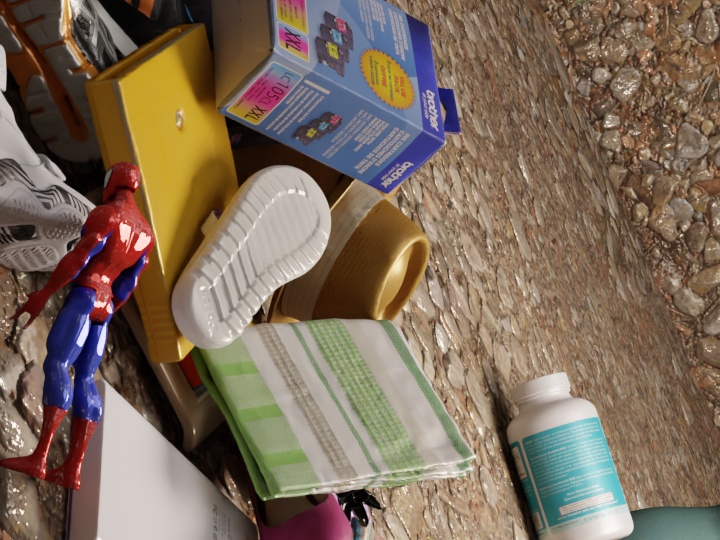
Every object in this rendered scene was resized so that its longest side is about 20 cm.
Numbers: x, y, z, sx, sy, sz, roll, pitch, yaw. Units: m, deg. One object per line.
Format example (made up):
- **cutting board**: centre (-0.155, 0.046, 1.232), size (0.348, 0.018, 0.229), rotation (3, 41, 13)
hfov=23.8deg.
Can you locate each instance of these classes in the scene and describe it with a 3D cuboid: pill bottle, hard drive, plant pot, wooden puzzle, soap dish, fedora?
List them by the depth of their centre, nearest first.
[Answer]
- **hard drive**: centre (-0.128, 0.180, 1.148), size (0.200, 0.025, 0.132), rotation (51, 25, -43)
- **wooden puzzle**: centre (-0.131, 0.017, 1.296), size (0.201, 0.037, 0.185), rotation (67, 18, -6)
- **fedora**: centre (0.000, 0.000, 1.393), size (0.082, 0.201, 0.201), rotation (32, 14, 12)
- **soap dish**: centre (-0.054, -0.100, 1.467), size (0.200, 0.157, 0.082), rotation (-9, 116, -71)
- **pill bottle**: centre (0.236, 0.224, 1.983), size (0.111, 0.110, 0.201), rotation (14, 57, -68)
- **plant pot**: centre (0.391, 0.382, 2.125), size (0.200, 0.187, 0.201), rotation (55, 24, -38)

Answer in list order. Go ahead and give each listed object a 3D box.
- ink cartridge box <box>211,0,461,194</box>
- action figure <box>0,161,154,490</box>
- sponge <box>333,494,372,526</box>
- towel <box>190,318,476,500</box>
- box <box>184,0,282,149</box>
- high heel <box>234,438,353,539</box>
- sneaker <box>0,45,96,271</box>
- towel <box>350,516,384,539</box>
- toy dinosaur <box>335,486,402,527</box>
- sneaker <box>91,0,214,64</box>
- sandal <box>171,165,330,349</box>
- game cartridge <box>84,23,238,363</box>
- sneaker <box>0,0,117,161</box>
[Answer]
- **ink cartridge box**: centre (-0.013, -0.150, 1.306), size (0.199, 0.076, 0.137), rotation (26, 42, -34)
- **action figure**: centre (-0.170, 0.028, 1.043), size (0.065, 0.051, 0.201), rotation (32, 72, -54)
- **sponge**: centre (-0.031, 0.176, 1.417), size (0.111, 0.030, 0.201), rotation (27, 45, -63)
- **towel**: centre (-0.022, 0.101, 1.260), size (0.199, 0.031, 0.150), rotation (-2, 50, -41)
- **box**: centre (-0.128, -0.185, 1.364), size (0.036, 0.142, 0.201), rotation (100, -19, -63)
- **high heel**: centre (-0.060, 0.150, 1.239), size (0.097, 0.067, 0.200), rotation (67, -8, -17)
- **sneaker**: centre (-0.224, -0.074, 1.072), size (0.200, 0.075, 0.116), rotation (28, 47, -58)
- **towel**: centre (0.022, 0.316, 1.367), size (0.147, 0.022, 0.201), rotation (54, 32, -49)
- **toy dinosaur**: centre (-0.012, 0.126, 1.374), size (0.199, 0.102, 0.136), rotation (24, 19, -40)
- **sneaker**: centre (-0.182, -0.215, 1.279), size (0.090, 0.070, 0.201), rotation (-43, 112, -27)
- **sandal**: centre (-0.086, -0.015, 1.225), size (0.203, 0.050, 0.083), rotation (-47, 117, -52)
- **game cartridge**: centre (-0.131, -0.059, 1.214), size (0.176, 0.032, 0.201), rotation (-54, 138, -66)
- **sneaker**: centre (-0.219, -0.176, 1.185), size (0.077, 0.078, 0.201), rotation (-73, 149, -59)
